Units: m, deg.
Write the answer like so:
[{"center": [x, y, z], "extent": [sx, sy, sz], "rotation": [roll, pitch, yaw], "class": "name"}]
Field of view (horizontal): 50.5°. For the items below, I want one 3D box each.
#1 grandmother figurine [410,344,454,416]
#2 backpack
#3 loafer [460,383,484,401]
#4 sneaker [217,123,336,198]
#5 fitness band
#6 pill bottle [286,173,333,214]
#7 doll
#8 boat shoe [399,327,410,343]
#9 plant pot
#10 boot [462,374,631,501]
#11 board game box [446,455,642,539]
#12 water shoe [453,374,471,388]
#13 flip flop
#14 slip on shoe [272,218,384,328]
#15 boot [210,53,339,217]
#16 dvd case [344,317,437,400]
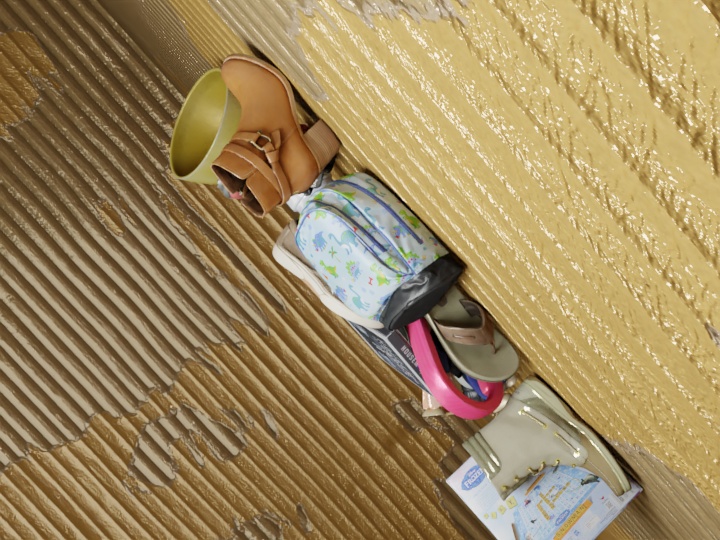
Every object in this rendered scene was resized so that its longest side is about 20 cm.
[{"center": [0.126, 0.146, 1.310], "extent": [0.060, 0.203, 0.120], "rotation": [-15, 163, 41], "class": "grandmother figurine"}, {"center": [0.012, -0.029, 0.976], "extent": [0.202, 0.152, 0.163], "rotation": [62, 152, 14], "class": "backpack"}, {"center": [0.230, 0.211, 1.400], "extent": [0.200, 0.069, 0.069], "rotation": [-6, -96, -77], "class": "loafer"}, {"center": [-0.105, -0.140, 1.040], "extent": [0.097, 0.200, 0.071], "rotation": [32, 129, 20], "class": "sneaker"}, {"center": [0.135, 0.119, 1.092], "extent": [0.142, 0.037, 0.202], "rotation": [15, -136, -40], "class": "fitness band"}, {"center": [-0.019, -0.060, 1.139], "extent": [0.200, 0.112, 0.112], "rotation": [47, 176, 5], "class": "pill bottle"}, {"center": [0.152, 0.133, 1.175], "extent": [0.199, 0.137, 0.048], "rotation": [40, 137, -11], "class": "doll"}, {"center": [0.043, 0.061, 1.357], "extent": [0.202, 0.070, 0.072], "rotation": [60, 147, 3], "class": "boat shoe"}, {"center": [-0.229, -0.236, 1.356], "extent": [0.141, 0.202, 0.200], "rotation": [18, -166, -36], "class": "plant pot"}, {"center": [0.255, 0.267, 1.053], "extent": [0.200, 0.154, 0.072], "rotation": [46, 176, 20], "class": "boot"}, {"center": [0.263, 0.313, 1.106], "extent": [0.200, 0.200, 0.041], "rotation": [46, 176, 25], "class": "board game box"}, {"center": [0.164, 0.108, 1.262], "extent": [0.078, 0.072, 0.201], "rotation": [-15, 118, 51], "class": "water shoe"}, {"center": [0.141, 0.068, 1.037], "extent": [0.201, 0.081, 0.058], "rotation": [53, 162, 3], "class": "flip flop"}, {"center": [-0.035, 0.003, 1.068], "extent": [0.199, 0.061, 0.076], "rotation": [39, -155, 19], "class": "slip on shoe"}, {"center": [-0.140, -0.171, 0.967], "extent": [0.200, 0.155, 0.077], "rotation": [46, 149, -3], "class": "boot"}, {"center": [0.040, 0.113, 1.165], "extent": [0.151, 0.025, 0.200], "rotation": [50, 170, -28], "class": "dvd case"}]
